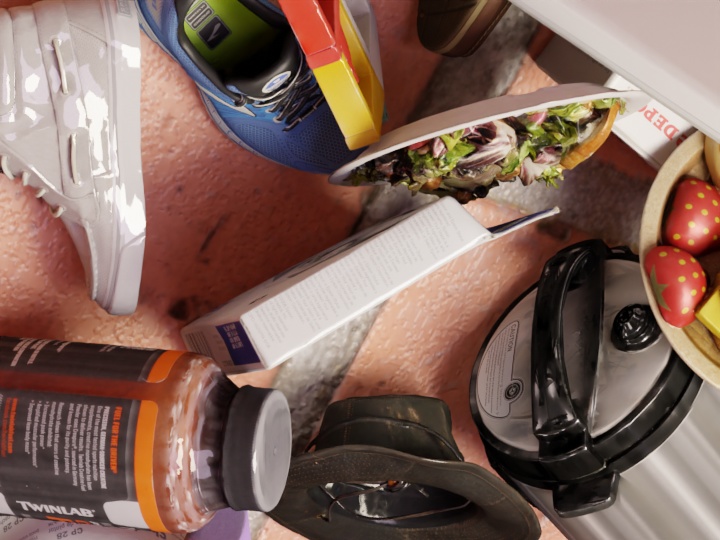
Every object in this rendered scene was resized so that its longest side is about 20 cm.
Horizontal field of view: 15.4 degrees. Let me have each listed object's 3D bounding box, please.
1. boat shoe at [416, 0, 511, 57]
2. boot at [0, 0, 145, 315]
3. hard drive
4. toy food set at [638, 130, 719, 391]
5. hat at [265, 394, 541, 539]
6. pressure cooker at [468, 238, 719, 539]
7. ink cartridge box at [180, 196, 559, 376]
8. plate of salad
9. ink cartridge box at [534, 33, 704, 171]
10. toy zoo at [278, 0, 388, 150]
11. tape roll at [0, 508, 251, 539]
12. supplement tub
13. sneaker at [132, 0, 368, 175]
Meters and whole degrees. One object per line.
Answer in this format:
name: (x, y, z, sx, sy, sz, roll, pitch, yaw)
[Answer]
boat shoe: (0.104, -0.213, 1.612, 0.067, 0.072, 0.201, 24, 98, -35)
boot: (-0.176, -0.064, 1.540, 0.095, 0.074, 0.201, -6, 115, -13)
hard drive: (0.198, -0.138, 1.567, 0.132, 0.199, 0.026, -37, 157, -46)
toy food set: (0.270, -0.009, 1.662, 0.198, 0.049, 0.200, 43, 69, -3)
hat: (0.023, 0.124, 1.727, 0.200, 0.200, 0.081, 26, 57, -37)
pressure cooker: (0.169, 0.086, 1.741, 0.179, 0.176, 0.200, -46, 129, -4)
ink cartridge box: (0.000, 0.000, 1.594, 0.199, 0.200, 0.041, -28, 93, -15)
plate of salad: (0.079, -0.068, 1.577, 0.199, 0.200, 0.048, -12, 85, -25)
ink cartridge box: (0.230, -0.160, 1.704, 0.146, 0.084, 0.200, 37, 95, -37)
toy zoo: (-0.023, -0.161, 1.533, 0.020, 0.132, 0.201, -18, 126, 13)
tape roll: (-0.162, 0.178, 1.581, 0.199, 0.200, 0.066, -18, 122, -21)
supplement tub: (-0.144, 0.096, 1.547, 0.198, 0.107, 0.108, 4, 121, 16)
sneaker: (-0.061, -0.113, 1.557, 0.079, 0.089, 0.200, -48, 128, 2)
